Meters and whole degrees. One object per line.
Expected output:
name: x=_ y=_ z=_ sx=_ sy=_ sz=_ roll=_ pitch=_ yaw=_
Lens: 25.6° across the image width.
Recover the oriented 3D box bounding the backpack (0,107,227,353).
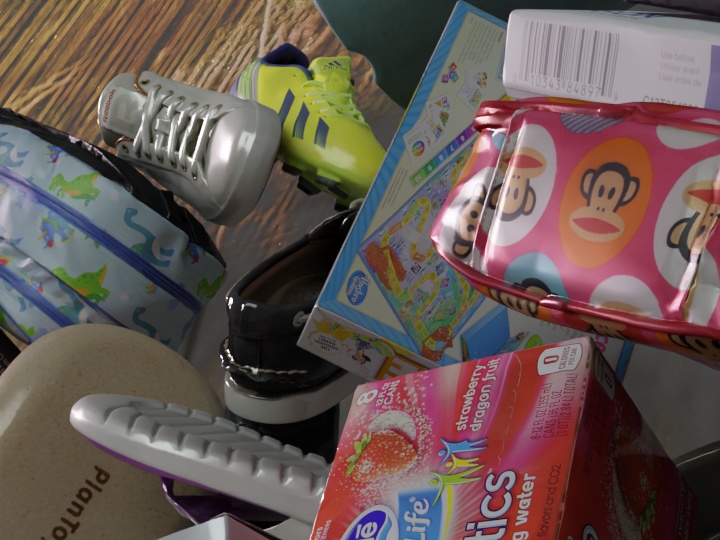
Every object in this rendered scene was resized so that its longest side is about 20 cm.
backpack: x=-0.166 y=-0.012 z=0.923 sx=0.199 sy=0.163 sz=0.155 roll=7 pitch=61 yaw=40

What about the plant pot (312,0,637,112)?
plant pot: x=0.076 y=-0.198 z=0.885 sx=0.195 sy=0.200 sz=0.201 roll=-33 pitch=31 yaw=20

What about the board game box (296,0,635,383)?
board game box: x=0.069 y=-0.020 z=0.715 sx=0.201 sy=0.134 sz=0.034 roll=-65 pitch=1 yaw=-37

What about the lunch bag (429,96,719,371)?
lunch bag: x=0.140 y=0.004 z=0.572 sx=0.200 sy=0.175 sz=0.083 roll=20 pitch=88 yaw=56

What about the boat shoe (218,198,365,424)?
boat shoe: x=0.000 y=0.000 z=0.757 sx=0.073 sy=0.061 sz=0.200 roll=16 pitch=33 yaw=31

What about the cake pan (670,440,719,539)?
cake pan: x=0.135 y=0.141 z=0.528 sx=0.199 sy=0.037 sz=0.201 roll=-26 pitch=34 yaw=19

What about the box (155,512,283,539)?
box: x=-0.100 y=0.208 z=0.569 sx=0.199 sy=0.097 sz=0.178 roll=-24 pitch=53 yaw=21

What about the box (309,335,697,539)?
box: x=0.038 y=0.131 z=0.510 sx=0.099 sy=0.096 sz=0.201 roll=-14 pitch=40 yaw=31

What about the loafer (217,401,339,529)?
loafer: x=-0.040 y=0.125 z=0.714 sx=0.071 sy=0.063 sz=0.201 roll=4 pitch=47 yaw=5

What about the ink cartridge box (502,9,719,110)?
ink cartridge box: x=0.194 y=-0.077 z=0.628 sx=0.199 sy=0.041 sz=0.199 roll=-4 pitch=15 yaw=-35

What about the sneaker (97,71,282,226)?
sneaker: x=-0.109 y=-0.075 z=0.926 sx=0.200 sy=0.084 sz=0.073 roll=20 pitch=91 yaw=66

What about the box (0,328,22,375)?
box: x=-0.259 y=0.020 z=0.912 sx=0.142 sy=0.201 sz=0.036 roll=13 pitch=54 yaw=50

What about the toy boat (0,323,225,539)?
toy boat: x=-0.148 y=0.126 z=0.770 sx=0.201 sy=0.130 sz=0.131 roll=-59 pitch=9 yaw=-30

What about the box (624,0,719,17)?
box: x=0.213 y=-0.129 z=0.571 sx=0.140 sy=0.080 sz=0.200 roll=-15 pitch=23 yaw=-31

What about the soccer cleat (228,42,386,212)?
soccer cleat: x=-0.026 y=-0.093 z=0.947 sx=0.084 sy=0.065 sz=0.200 roll=-54 pitch=31 yaw=1

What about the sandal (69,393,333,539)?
sandal: x=-0.036 y=0.101 z=0.655 sx=0.201 sy=0.082 sz=0.050 roll=18 pitch=92 yaw=16
